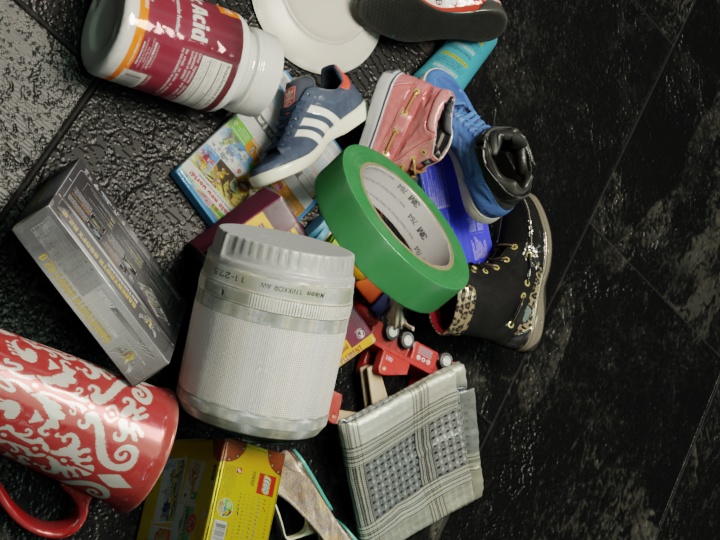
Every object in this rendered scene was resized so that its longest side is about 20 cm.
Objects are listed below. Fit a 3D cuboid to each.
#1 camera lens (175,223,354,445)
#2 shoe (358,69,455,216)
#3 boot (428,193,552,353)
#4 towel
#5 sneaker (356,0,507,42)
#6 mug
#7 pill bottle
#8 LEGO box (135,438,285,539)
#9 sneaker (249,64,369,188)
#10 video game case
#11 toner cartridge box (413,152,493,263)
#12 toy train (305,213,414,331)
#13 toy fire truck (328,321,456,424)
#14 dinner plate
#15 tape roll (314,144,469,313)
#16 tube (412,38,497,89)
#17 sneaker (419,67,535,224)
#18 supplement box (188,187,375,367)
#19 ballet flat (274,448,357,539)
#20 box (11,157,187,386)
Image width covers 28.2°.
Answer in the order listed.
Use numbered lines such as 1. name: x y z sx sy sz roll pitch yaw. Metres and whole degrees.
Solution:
1. camera lens: -0.095 0.066 1.461 0.159 0.160 0.202 7 99 -35
2. shoe: 0.047 -0.128 1.681 0.071 0.091 0.201 -10 117 -65
3. boot: 0.156 -0.004 1.748 0.150 0.073 0.202 7 85 -36
4. towel: 0.068 0.225 1.694 0.199 0.034 0.194 -25 115 -33
5. sneaker: 0.077 -0.340 1.785 0.200 0.068 0.108 2 42 -22
6. mug: -0.303 0.162 1.407 0.199 0.133 0.179 28 67 -27
7. pill bottle: -0.190 -0.239 1.549 0.199 0.114 0.115 15 76 -34
8. LEGO box: -0.165 0.278 1.478 0.077 0.149 0.201 21 73 -33
9. sneaker: -0.073 -0.168 1.632 0.200 0.075 0.085 -45 112 -43
10. video game case: -0.110 -0.117 1.652 0.200 0.018 0.143 -47 112 -31
11. toner cartridge box: 0.108 -0.073 1.790 0.095 0.043 0.202 -11 90 -36
12. toy train: 0.000 0.000 1.613 0.116 0.200 0.085 41 93 -18
13. toy fire truck: 0.020 0.136 1.695 0.199 0.049 0.142 30 69 -32
14. dinner plate: -0.045 -0.337 1.726 0.199 0.024 0.202 6 79 -35
15. tape roll: 0.036 -0.046 1.576 0.200 0.048 0.201 40 25 -23
16. tube: 0.103 -0.241 1.798 0.077 0.051 0.200 30 57 12
17. sneaker: 0.143 -0.165 1.704 0.076 0.111 0.201 -15 80 -33
18. supplement box: -0.087 0.023 1.586 0.110 0.086 0.201 -36 107 -8
19. ballet flat: -0.050 0.295 1.623 0.067 0.068 0.201 -37 101 -13
20. box: -0.258 -0.001 1.451 0.201 0.048 0.159 55 13 -18
